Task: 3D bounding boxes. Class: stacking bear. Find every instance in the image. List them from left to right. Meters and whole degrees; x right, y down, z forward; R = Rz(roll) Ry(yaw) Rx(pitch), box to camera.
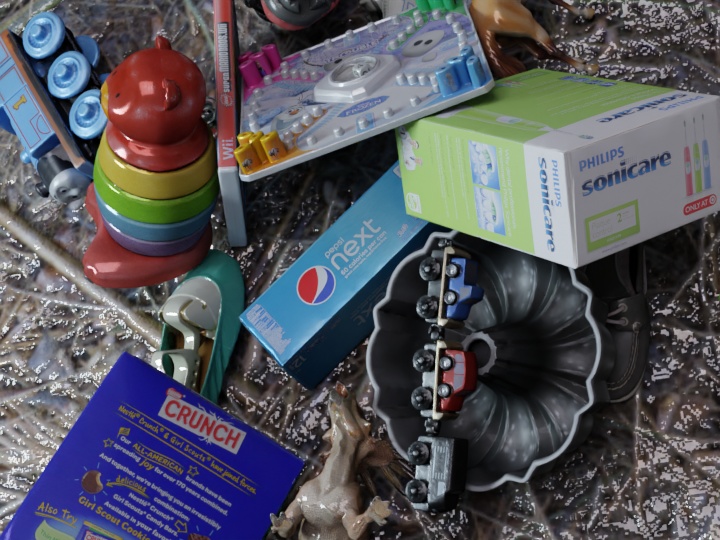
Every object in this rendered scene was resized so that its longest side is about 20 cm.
[{"bbox_3d":[-0.169,-0.095,1.178,0.113,0.201,0.122,1,49,-10],"label":"stacking bear"}]

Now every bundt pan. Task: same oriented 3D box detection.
[{"bbox_3d":[0.106,0.065,1.090,0.201,0.076,0.203,-5,81,35],"label":"bundt pan"}]

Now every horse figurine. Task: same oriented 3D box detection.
[{"bbox_3d":[0.135,-0.219,1.195,0.132,0.050,0.201,20,53,-11],"label":"horse figurine"}]

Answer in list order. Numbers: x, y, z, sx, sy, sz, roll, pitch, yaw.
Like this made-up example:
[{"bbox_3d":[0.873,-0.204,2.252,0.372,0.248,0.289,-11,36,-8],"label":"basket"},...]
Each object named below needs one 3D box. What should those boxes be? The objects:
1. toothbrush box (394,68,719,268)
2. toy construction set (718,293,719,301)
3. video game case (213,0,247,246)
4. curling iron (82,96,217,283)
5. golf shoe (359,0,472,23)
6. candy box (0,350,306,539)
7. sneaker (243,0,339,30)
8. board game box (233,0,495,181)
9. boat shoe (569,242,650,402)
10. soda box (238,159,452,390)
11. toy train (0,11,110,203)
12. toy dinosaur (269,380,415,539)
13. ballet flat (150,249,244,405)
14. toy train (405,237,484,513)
[{"bbox_3d":[0.140,-0.081,1.041,0.145,0.087,0.200,-20,22,-29],"label":"toothbrush box"},{"bbox_3d":[0.344,0.034,1.029,0.199,0.092,0.132,-12,40,7],"label":"toy construction set"},{"bbox_3d":[-0.112,-0.141,1.240,0.017,0.143,0.201,-3,66,-3],"label":"video game case"},{"bbox_3d":[-0.189,-0.074,1.302,0.049,0.026,0.201,32,84,-2],"label":"curling iron"},{"bbox_3d":[0.058,-0.205,1.245,0.097,0.078,0.201,-20,64,5],"label":"golf shoe"},{"bbox_3d":[-0.162,0.192,1.088,0.169,0.077,0.201,31,65,1],"label":"candy box"},{"bbox_3d":[-0.060,-0.246,1.266,0.098,0.071,0.201,-54,16,29],"label":"sneaker"},{"bbox_3d":[-0.005,-0.156,1.126,0.199,0.026,0.200,-20,30,8],"label":"board game box"},{"bbox_3d":[0.189,-0.001,1.120,0.066,0.057,0.201,-3,68,19],"label":"boat shoe"},{"bbox_3d":[0.000,0.000,1.182,0.200,0.068,0.064,-44,60,-1],"label":"soda box"},{"bbox_3d":[-0.279,-0.149,1.340,0.114,0.087,0.200,-40,63,11],"label":"toy train"},{"bbox_3d":[-0.017,0.199,1.091,0.085,0.136,0.201,19,102,11],"label":"toy dinosaur"},{"bbox_3d":[-0.143,0.066,1.205,0.067,0.070,0.201,-1,68,24],"label":"ballet flat"},{"bbox_3d":[0.063,0.076,1.053,0.046,0.034,0.201,0,84,31],"label":"toy train"}]
